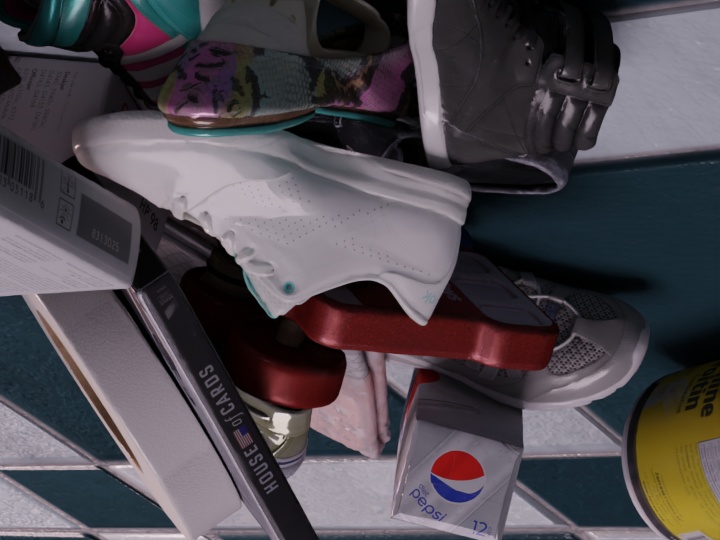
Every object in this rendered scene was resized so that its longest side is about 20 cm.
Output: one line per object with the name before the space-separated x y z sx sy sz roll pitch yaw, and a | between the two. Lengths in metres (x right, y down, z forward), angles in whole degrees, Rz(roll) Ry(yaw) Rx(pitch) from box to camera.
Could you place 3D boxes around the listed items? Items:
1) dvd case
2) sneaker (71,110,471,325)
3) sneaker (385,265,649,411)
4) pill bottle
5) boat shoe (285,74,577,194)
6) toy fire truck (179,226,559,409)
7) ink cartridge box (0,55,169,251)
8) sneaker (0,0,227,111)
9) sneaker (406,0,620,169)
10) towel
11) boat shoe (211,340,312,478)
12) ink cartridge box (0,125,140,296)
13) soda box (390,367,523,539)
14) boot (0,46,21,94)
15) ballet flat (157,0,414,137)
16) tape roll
dvd case | -0.094 0.048 1.446 0.150 0.025 0.201 47 167 54
sneaker | -0.048 -0.024 1.324 0.198 0.089 0.075 13 179 -5
sneaker | 0.069 0.030 1.583 0.198 0.075 0.082 7 158 21
pill bottle | 0.252 0.098 1.577 0.112 0.113 0.200 27 154 -26
boat shoe | 0.021 -0.068 1.405 0.199 0.068 0.072 4 155 24
toy fire truck | 0.000 0.000 1.485 0.167 0.113 0.200 8 -162 -25
ink cartridge box | -0.180 -0.065 1.539 0.198 0.067 0.116 6 155 21
sneaker | -0.118 -0.123 1.346 0.120 0.084 0.200 9 149 1
sneaker | 0.071 -0.121 1.271 0.098 0.071 0.201 -4 146 6
towel | -0.072 0.029 1.657 0.199 0.032 0.191 30 160 15
boat shoe | -0.106 0.046 1.630 0.199 0.072 0.062 35 127 13
ink cartridge box | -0.230 -0.028 1.316 0.199 0.051 0.162 -1 163 27
soda box | 0.059 0.099 1.633 0.068 0.064 0.200 14 -167 0
boot | -0.278 -0.133 1.324 0.199 0.072 0.167 -15 108 24
ballet flat | -0.032 -0.102 1.285 0.069 0.072 0.200 13 -169 28
tape roll | -0.135 0.057 1.497 0.203 0.037 0.203 55 172 12
